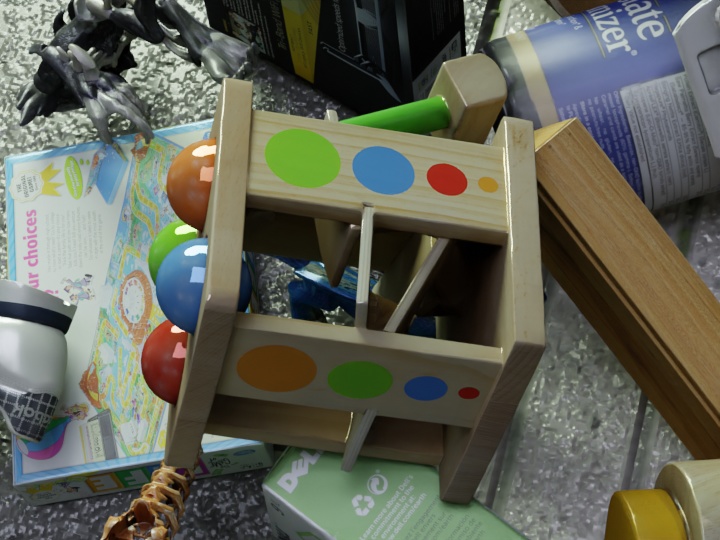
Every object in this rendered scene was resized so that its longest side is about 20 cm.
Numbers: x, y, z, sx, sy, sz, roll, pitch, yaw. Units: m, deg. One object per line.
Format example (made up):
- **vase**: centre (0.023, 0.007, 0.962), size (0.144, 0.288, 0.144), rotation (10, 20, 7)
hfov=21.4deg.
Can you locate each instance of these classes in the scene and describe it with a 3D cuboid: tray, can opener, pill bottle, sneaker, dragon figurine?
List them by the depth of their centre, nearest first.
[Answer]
- **tray**: centre (0.137, 0.021, 0.903), size (0.037, 0.099, 0.200), rotation (-38, 95, -8)
- **can opener**: centre (0.208, -0.043, 0.926), size (0.053, 0.201, 0.067), rotation (-23, 18, 1)
- **dragon figurine**: centre (0.000, 0.000, 0.973), size (0.199, 0.099, 0.059), rotation (26, 68, 1)
- **pill bottle**: centre (0.171, -0.094, 0.998), size (0.199, 0.112, 0.112), rotation (-17, 62, 1)
- **sneaker**: centre (-0.241, 0.049, 1.005), size (0.199, 0.076, 0.081), rotation (-2, 78, 32)

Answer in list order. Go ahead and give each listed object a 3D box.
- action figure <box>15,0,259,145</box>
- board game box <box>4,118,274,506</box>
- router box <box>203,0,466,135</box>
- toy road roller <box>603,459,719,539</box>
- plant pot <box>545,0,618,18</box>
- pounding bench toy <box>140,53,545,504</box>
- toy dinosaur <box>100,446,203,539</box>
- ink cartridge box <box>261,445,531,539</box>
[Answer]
- **action figure**: centre (-0.120, -0.123, 1.038), size (0.102, 0.200, 0.119), rotation (45, 57, 1)
- **board game box**: centre (-0.123, 0.019, 1.036), size (0.134, 0.034, 0.201), rotation (-9, 63, 5)
- **router box**: centre (-0.021, -0.174, 1.020), size (0.157, 0.200, 0.052), rotation (32, 66, 22)
- **toy road roller**: centre (0.156, 0.147, 0.841), size (0.122, 0.201, 0.146), rotation (-2, 31, -9)
- **plant pot**: centre (0.113, -0.258, 1.070), size (0.186, 0.187, 0.200), rotation (-38, 48, -10)
- **pounding bench toy**: centre (-0.013, -0.020, 0.851), size (0.155, 0.124, 0.201), rotation (9, 51, -9)
- **toy dinosaur**: centre (-0.108, 0.178, 0.897), size (0.102, 0.136, 0.200), rotation (32, 73, 23)
- **ink cartridge box**: centre (0.008, 0.120, 0.905), size (0.200, 0.104, 0.059), rotation (36, 75, 12)
